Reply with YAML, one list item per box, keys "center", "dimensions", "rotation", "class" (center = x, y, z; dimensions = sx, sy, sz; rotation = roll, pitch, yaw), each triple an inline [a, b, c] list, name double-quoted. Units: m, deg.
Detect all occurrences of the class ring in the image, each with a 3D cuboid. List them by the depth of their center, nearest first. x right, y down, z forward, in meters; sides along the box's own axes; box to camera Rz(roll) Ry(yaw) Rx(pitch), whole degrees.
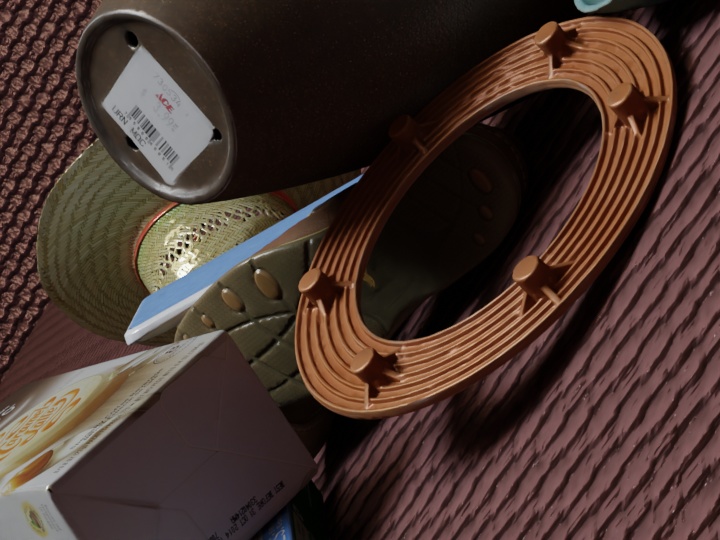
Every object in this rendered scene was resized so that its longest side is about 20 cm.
- center: [0.043, -0.027, 0.950]
  dimensions: [0.200, 0.019, 0.201]
  rotation: [-35, 30, 24]
  class: "ring"

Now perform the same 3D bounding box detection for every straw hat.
- center: [-0.075, -0.004, 1.333]
  dimensions: [0.201, 0.201, 0.085]
  rotation: [-57, 40, 21]
  class: "straw hat"

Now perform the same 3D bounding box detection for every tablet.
- center: [-0.027, -0.020, 1.189]
  dimensions: [0.200, 0.014, 0.130]
  rotation: [-30, 6, 2]
  class: "tablet"

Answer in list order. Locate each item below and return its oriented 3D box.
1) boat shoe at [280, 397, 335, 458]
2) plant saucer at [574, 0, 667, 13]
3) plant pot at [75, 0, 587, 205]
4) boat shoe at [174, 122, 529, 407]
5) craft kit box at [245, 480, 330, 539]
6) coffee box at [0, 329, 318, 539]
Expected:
- center: [-0.029, 0.029, 1.203]
  dimensions: [0.065, 0.072, 0.200]
  rotation: [-57, 5, 27]
  class: "boat shoe"
- center: [0.156, -0.185, 0.973]
  dimensions: [0.200, 0.036, 0.200]
  rotation: [-58, 11, 18]
  class: "plant saucer"
- center: [-0.028, -0.115, 1.068]
  dimensions: [0.200, 0.187, 0.187]
  rotation: [-38, -6, -39]
  class: "plant pot"
- center: [0.000, -0.001, 1.094]
  dimensions: [0.200, 0.072, 0.068]
  rotation: [-35, 3, 26]
  class: "boat shoe"
- center: [-0.100, 0.170, 1.029]
  dimensions: [0.197, 0.049, 0.200]
  rotation: [-33, 13, 4]
  class: "craft kit box"
- center: [-0.126, 0.102, 1.059]
  dimensions: [0.114, 0.080, 0.200]
  rotation: [-42, 14, -33]
  class: "coffee box"
